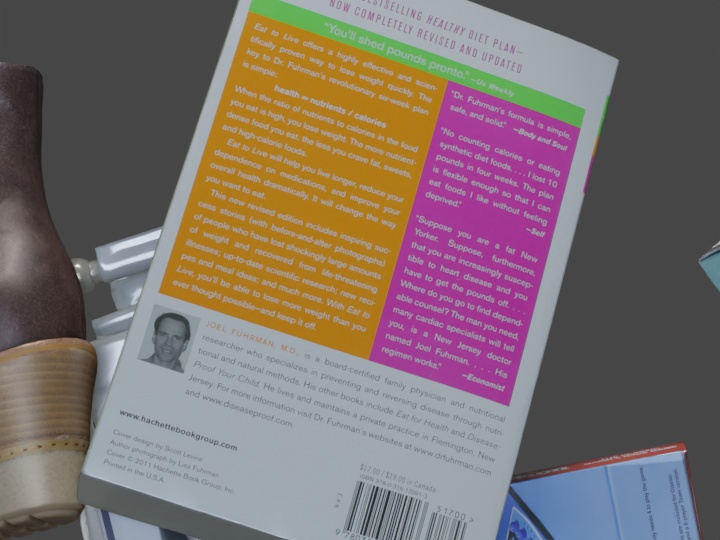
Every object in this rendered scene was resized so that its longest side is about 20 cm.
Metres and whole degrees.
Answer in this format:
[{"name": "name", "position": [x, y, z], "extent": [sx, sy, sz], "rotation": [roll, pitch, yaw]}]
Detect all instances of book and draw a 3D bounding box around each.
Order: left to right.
[{"name": "book", "position": [0.000, 0.000, 0.898], "extent": [0.134, 0.048, 0.200], "rotation": [18, 67, -2]}]

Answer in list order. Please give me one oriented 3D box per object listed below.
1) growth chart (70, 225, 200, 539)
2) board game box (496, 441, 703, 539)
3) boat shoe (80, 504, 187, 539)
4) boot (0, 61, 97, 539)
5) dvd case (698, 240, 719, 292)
[{"name": "growth chart", "position": [-0.030, 0.069, 0.949], "extent": [0.145, 0.018, 0.200], "rotation": [-8, 89, 3]}, {"name": "board game box", "position": [0.080, 0.166, 0.931], "extent": [0.103, 0.019, 0.200], "rotation": [-11, 95, 2]}, {"name": "boat shoe", "position": [-0.079, 0.163, 0.913], "extent": [0.070, 0.071, 0.200], "rotation": [-10, 101, 1]}, {"name": "boot", "position": [-0.191, 0.024, 0.947], "extent": [0.200, 0.072, 0.166], "rotation": [-13, 74, 8]}, {"name": "dvd case", "position": [0.216, -0.006, 0.879], "extent": [0.200, 0.022, 0.146], "rotation": [-41, 98, -28]}]
